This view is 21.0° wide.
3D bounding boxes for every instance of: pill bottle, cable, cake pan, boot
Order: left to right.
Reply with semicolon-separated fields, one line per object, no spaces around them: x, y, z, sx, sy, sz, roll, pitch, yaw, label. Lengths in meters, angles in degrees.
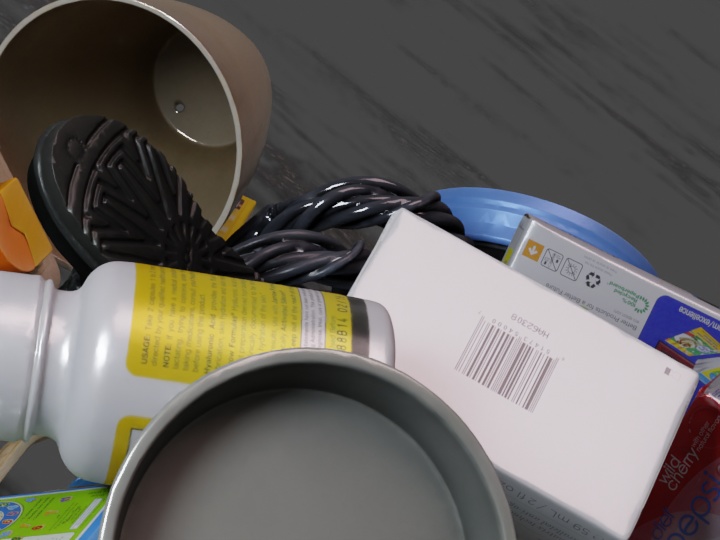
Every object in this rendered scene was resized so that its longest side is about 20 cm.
-0.156;0.009;1.079;0.211;0.157;0.080;52;40;-38;boot
-0.089;0.056;0.969;0.198;0.112;0.112;9;33;-11;pill bottle
-0.055;0.025;1.238;0.162;0.199;0.051;19;63;-33;cable
-0.025;0.137;0.889;0.198;0.037;0.203;3;80;-16;cake pan
0.000;0.000;1.299;0.162;0.200;0.051;25;58;-21;cable

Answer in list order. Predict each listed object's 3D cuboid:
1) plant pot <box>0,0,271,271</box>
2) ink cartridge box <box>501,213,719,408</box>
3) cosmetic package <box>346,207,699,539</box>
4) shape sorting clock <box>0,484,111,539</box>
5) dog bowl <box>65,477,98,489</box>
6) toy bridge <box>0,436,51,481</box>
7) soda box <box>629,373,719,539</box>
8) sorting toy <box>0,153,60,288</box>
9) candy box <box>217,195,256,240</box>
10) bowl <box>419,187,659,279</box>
-0.135;-0.110;1.341;0.186;0.188;0.200;31;22;7;plant pot
0.155;0.095;1.287;0.196;0.201;0.047;25;8;-5;ink cartridge box
0.061;0.102;1.148;0.198;0.200;0.123;29;60;4;cosmetic package
-0.186;0.156;0.947;0.198;0.040;0.200;-13;17;4;shape sorting clock
-0.130;0.156;1.015;0.200;0.111;0.050;-47;119;-47;dog bowl
-0.234;0.099;1.081;0.199;0.027;0.068;-2;72;-58;toy bridge
0.201;0.158;1.197;0.070;0.201;0.063;38;32;20;soda box
-0.250;-0.034;1.166;0.036;0.202;0.185;-13;20;22;sorting toy
-0.179;-0.065;1.412;0.199;0.027;0.102;27;33;-1;candy box
0.117;0.013;1.386;0.199;0.201;0.040;24;65;-6;bowl
